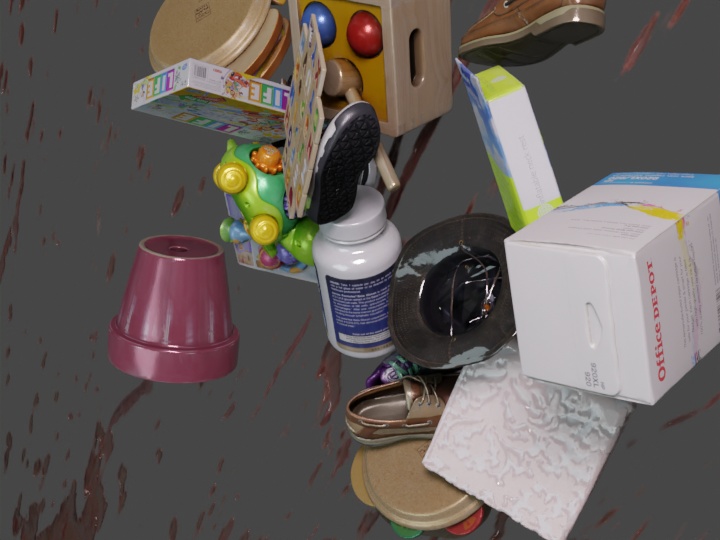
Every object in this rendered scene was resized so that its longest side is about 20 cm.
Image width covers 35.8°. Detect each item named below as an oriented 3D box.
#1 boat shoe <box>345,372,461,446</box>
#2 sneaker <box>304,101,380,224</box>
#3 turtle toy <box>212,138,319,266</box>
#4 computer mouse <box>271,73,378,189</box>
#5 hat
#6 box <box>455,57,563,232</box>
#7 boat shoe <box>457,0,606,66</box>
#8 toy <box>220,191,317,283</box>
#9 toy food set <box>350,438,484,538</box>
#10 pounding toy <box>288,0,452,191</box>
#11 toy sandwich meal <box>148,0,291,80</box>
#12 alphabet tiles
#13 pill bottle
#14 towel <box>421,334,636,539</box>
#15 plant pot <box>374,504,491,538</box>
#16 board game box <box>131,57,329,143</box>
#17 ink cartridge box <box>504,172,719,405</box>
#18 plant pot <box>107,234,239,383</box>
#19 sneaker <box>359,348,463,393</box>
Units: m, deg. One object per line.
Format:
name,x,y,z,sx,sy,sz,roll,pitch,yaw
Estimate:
boat shoe,0.074,0.164,1.366,0.072,0.198,0.076,64,-170,-54
sneaker,-0.039,-0.127,1.199,0.083,0.071,0.200,60,152,20
turtle toy,-0.110,-0.087,1.441,0.201,0.101,0.146,58,175,-12
computer mouse,-0.037,-0.163,1.397,0.200,0.044,0.111,39,131,33
hat,0.128,0.031,1.284,0.199,0.081,0.203,-15,65,34
box,0.157,-0.122,1.143,0.122,0.047,0.202,-107,-4,-70
boat shoe,0.172,-0.253,1.112,0.199,0.071,0.069,-4,79,56
toy,-0.125,-0.039,1.554,0.199,0.047,0.116,15,122,42
toy food set,0.092,0.236,1.395,0.197,0.200,0.049,32,167,38
pounding toy,0.009,-0.221,1.234,0.183,0.142,0.202,20,126,38
toy sandwich meal,-0.173,-0.299,1.390,0.204,0.207,0.070,19,164,39
alphabet tiles,-0.063,-0.162,1.197,0.201,0.006,0.168,106,160,-43
pill bottle,0.000,0.000,1.370,0.110,0.111,0.202,25,140,35
towel,0.191,0.188,1.290,0.199,0.032,0.193,28,100,24
plant pot,0.073,0.283,1.495,0.200,0.092,0.203,24,128,35
board game box,-0.152,-0.198,1.327,0.134,0.198,0.035,-7,77,51
ink cartridge box,0.256,0.008,1.059,0.144,0.199,0.149,7,117,43
plant pot,-0.274,0.050,1.668,0.199,0.199,0.181,21,111,38
sneaker,0.076,0.115,1.398,0.075,0.087,0.200,54,140,8
